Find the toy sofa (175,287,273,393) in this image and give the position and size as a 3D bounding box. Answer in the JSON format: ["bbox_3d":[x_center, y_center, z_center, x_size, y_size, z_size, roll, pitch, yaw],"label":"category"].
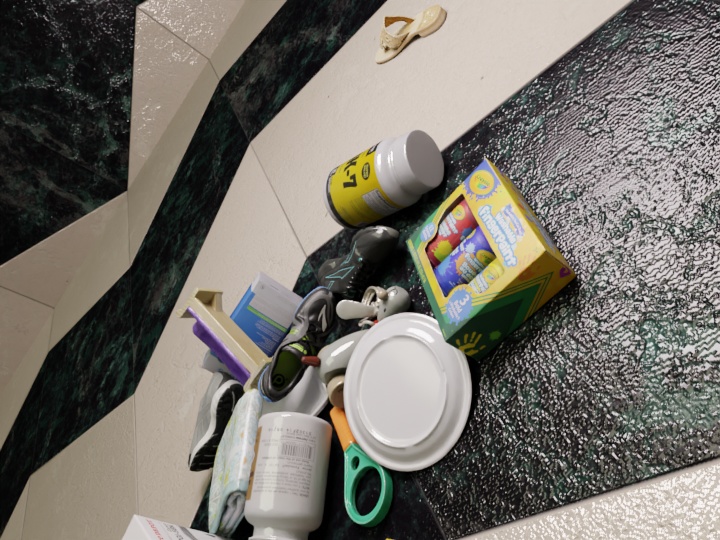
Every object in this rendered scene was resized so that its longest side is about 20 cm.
[{"bbox_3d":[-0.230,0.129,1.095,0.199,0.083,0.098,42,101,19],"label":"toy sofa"}]

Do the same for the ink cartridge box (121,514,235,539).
[{"bbox_3d":[-0.242,0.442,0.915,0.145,0.198,0.084,9,71,55],"label":"ink cartridge box"}]

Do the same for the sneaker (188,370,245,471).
[{"bbox_3d":[-0.269,0.280,1.163,0.079,0.073,0.204,35,108,44],"label":"sneaker"}]

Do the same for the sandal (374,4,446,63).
[{"bbox_3d":[0.079,-0.502,1.294,0.209,0.069,0.079,-9,58,51],"label":"sandal"}]

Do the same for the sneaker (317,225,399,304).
[{"bbox_3d":[0.000,0.000,1.041,0.199,0.074,0.081,-40,44,44],"label":"sneaker"}]

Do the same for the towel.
[{"bbox_3d":[-0.206,0.318,1.026,0.202,0.047,0.174,120,156,-42],"label":"towel"}]

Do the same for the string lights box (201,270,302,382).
[{"bbox_3d":[-0.202,0.116,1.183,0.202,0.102,0.059,-54,16,10],"label":"string lights box"}]

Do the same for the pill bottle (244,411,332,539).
[{"bbox_3d":[-0.105,0.316,0.898,0.113,0.113,0.204,-23,52,43],"label":"pill bottle"}]

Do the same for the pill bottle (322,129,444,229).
[{"bbox_3d":[0.037,-0.150,1.053,0.198,0.113,0.117,-20,50,45],"label":"pill bottle"}]

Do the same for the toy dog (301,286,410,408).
[{"bbox_3d":[-0.017,0.101,0.954,0.131,0.095,0.204,18,81,56],"label":"toy dog"}]

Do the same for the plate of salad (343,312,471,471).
[{"bbox_3d":[0.062,0.159,0.839,0.196,0.048,0.205,-10,73,34],"label":"plate of salad"}]

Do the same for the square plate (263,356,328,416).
[{"bbox_3d":[-0.130,0.223,1.081,0.201,0.028,0.199,-51,33,15],"label":"square plate"}]

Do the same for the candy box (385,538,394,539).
[{"bbox_3d":[0.042,0.418,0.702,0.101,0.026,0.204,-6,62,49],"label":"candy box"}]

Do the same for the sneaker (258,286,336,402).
[{"bbox_3d":[-0.092,0.121,1.006,0.202,0.070,0.083,-60,12,-14],"label":"sneaker"}]

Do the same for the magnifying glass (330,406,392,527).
[{"bbox_3d":[-0.007,0.265,0.886,0.080,0.022,0.201,-52,32,15],"label":"magnifying glass"}]

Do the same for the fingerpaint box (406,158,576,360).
[{"bbox_3d":[0.158,-0.019,0.823,0.167,0.073,0.202,-45,36,24],"label":"fingerpaint box"}]
